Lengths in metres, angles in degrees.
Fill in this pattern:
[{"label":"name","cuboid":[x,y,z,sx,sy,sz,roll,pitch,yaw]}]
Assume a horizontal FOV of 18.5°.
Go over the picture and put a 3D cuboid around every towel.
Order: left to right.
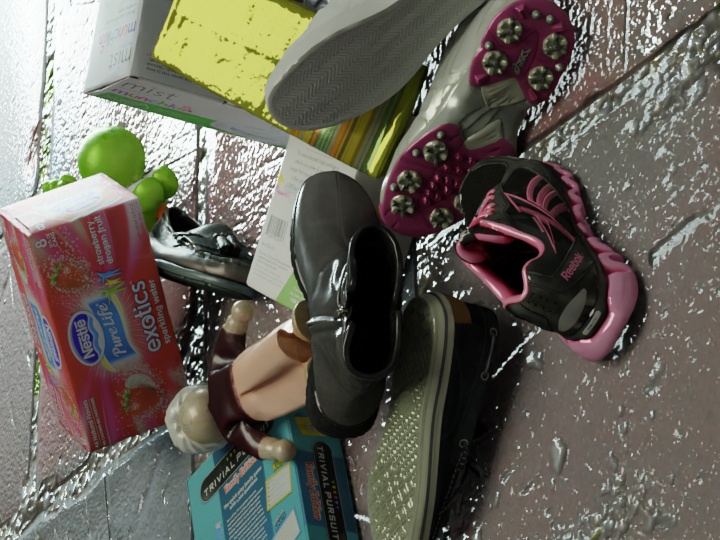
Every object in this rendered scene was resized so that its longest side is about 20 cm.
[{"label":"towel","cuboid":[-0.051,-0.145,1.562,0.200,0.018,0.086,29,102,19]}]

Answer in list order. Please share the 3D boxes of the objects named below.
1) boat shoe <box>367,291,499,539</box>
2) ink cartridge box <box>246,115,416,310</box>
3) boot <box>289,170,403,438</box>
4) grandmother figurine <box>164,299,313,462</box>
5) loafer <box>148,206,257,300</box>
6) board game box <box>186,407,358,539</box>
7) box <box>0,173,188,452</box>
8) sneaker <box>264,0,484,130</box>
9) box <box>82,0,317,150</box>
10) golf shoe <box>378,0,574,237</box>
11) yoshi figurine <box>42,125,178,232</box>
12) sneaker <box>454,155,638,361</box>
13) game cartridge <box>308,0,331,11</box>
[{"label":"boat shoe","cuboid":[0.050,0.111,1.455,0.075,0.062,0.201,34,118,57]},{"label":"ink cartridge box","cuboid":[-0.006,-0.065,1.620,0.117,0.067,0.201,26,101,59]},{"label":"boot","cuboid":[0.000,0.000,1.462,0.132,0.070,0.201,111,154,-61]},{"label":"grandmother figurine","cuboid":[-0.079,0.082,1.593,0.200,0.060,0.122,-35,55,49]},{"label":"loafer","cuboid":[-0.135,-0.019,1.827,0.200,0.072,0.063,12,82,63]},{"label":"board game box","cuboid":[-0.062,0.201,1.620,0.151,0.047,0.200,-49,39,38]},{"label":"box","cuboid":[-0.217,0.034,1.822,0.095,0.099,0.201,32,139,60]},{"label":"sneaker","cuboid":[0.007,-0.187,1.513,0.200,0.074,0.116,-38,41,6]},{"label":"box","cuboid":[-0.091,-0.198,1.695,0.097,0.199,0.177,-7,72,60]},{"label":"golf shoe","cuboid":[0.076,-0.112,1.510,0.200,0.075,0.092,-55,23,24]},{"label":"yoshi figurine","cuboid":[-0.237,-0.074,1.992,0.200,0.112,0.113,-23,51,51]},{"label":"sneaker","cuboid":[0.096,-0.021,1.397,0.079,0.095,0.200,-66,29,20]},{"label":"game cartridge","cuboid":[-0.026,-0.257,1.627,0.041,0.133,0.200,-42,73,25]}]
